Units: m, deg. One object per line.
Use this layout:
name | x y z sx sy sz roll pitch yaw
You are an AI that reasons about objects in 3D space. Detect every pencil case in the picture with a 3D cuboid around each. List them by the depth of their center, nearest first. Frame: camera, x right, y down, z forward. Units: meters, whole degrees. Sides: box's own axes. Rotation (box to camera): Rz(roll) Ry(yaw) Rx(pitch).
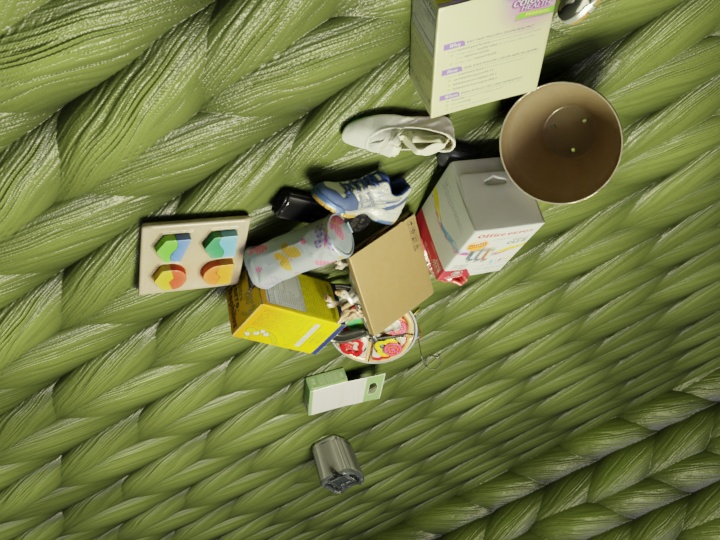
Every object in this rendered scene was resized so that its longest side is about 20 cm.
pencil case | -0.109 -0.033 1.334 0.199 0.084 0.091 -20 -178 28

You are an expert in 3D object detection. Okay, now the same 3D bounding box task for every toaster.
toaster | -0.072 0.577 2.253 0.113 0.130 0.200 -27 148 7

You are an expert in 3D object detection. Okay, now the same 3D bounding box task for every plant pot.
plant pot | 0.351 -0.228 1.295 0.200 0.200 0.134 -43 179 30

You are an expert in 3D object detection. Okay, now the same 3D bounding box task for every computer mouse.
computer mouse | 0.218 -0.195 1.376 0.199 0.034 0.059 3 139 -35

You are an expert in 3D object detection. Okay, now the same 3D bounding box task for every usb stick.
usb stick | -0.066 -0.104 1.343 0.199 0.033 0.056 9 130 -39

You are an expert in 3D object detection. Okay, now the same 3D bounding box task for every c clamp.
c clamp | -0.020 0.091 1.600 0.170 0.027 0.200 -17 129 19

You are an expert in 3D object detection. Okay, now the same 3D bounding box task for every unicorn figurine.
unicorn figurine | 0.000 0.000 1.472 0.137 0.074 0.201 1 109 -36

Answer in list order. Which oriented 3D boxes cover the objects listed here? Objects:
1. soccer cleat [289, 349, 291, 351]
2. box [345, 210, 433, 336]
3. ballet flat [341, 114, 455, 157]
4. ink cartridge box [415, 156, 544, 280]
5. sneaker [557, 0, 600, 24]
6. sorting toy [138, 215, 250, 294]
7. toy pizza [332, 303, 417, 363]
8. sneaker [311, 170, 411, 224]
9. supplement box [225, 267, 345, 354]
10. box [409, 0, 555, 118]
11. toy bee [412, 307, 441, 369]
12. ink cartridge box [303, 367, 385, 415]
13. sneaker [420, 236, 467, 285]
soccer cleat | -0.159 0.107 1.574 0.086 0.070 0.200 -38 151 9
box | 0.060 0.008 1.457 0.163 0.021 0.201 -34 130 -21
ballet flat | 0.070 -0.216 1.227 0.199 0.070 0.070 -7 145 -23
ink cartridge box | 0.214 -0.095 1.386 0.144 0.145 0.200 -9 157 -19
sneaker | 0.314 -0.442 1.051 0.087 0.076 0.200 9 136 -16
sorting toy | -0.292 -0.020 1.325 0.184 0.037 0.200 -6 145 -24
toy pizza | 0.027 0.136 1.668 0.199 0.032 0.201 2 125 3
sneaker | 0.003 -0.141 1.307 0.199 0.075 0.088 4 129 -45
supplement box | -0.146 0.075 1.468 0.199 0.109 0.110 18 131 -37
box | 0.168 -0.340 1.074 0.175 0.097 0.200 -17 148 -8
toy bee | 0.096 0.140 1.756 0.130 0.109 0.200 -21 124 14
ink cartridge box | -0.043 0.303 1.942 0.199 0.048 0.146 -13 147 -15
sneaker | 0.162 -0.022 1.548 0.074 0.087 0.200 -41 143 26
